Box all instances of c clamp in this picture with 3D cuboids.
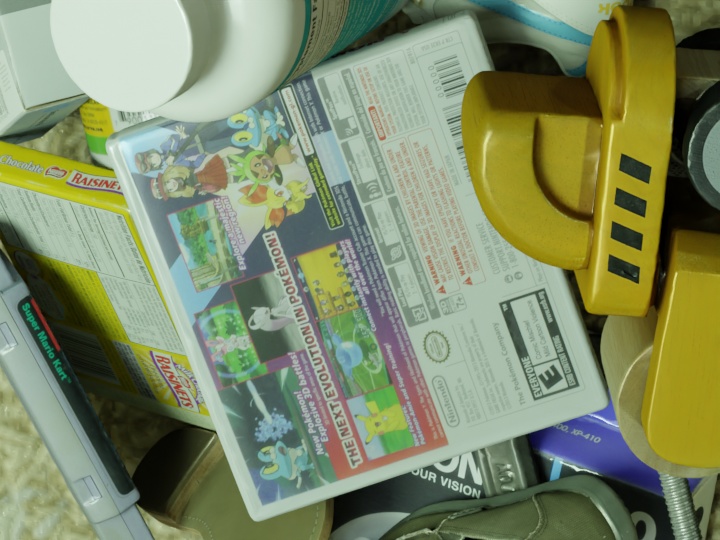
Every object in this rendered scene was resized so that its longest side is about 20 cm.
[{"bbox_3d":[0.130,0.102,1.386,0.171,0.027,0.200,-3,104,30],"label":"c clamp"}]

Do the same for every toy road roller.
[{"bbox_3d":[0.114,-0.018,1.258,0.146,0.123,0.200,5,108,-2],"label":"toy road roller"}]

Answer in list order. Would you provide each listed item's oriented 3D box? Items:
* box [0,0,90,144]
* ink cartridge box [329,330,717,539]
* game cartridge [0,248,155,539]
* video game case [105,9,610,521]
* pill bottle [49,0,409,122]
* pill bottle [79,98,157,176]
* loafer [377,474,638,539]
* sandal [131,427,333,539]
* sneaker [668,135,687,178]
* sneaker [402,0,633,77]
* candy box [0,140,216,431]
[{"bbox_3d":[-0.192,-0.168,1.437,0.156,0.041,0.200,160,93,-73],"label":"box"},{"bbox_3d":[0.079,0.120,1.462,0.198,0.043,0.200,18,114,23],"label":"ink cartridge box"},{"bbox_3d":[-0.171,0.053,1.506,0.200,0.038,0.130,64,167,-22],"label":"game cartridge"},{"bbox_3d":[0.000,0.000,1.332,0.182,0.023,0.200,-19,104,7],"label":"video game case"},{"bbox_3d":[-0.056,-0.133,1.258,0.111,0.200,0.111,11,115,25],"label":"pill bottle"},{"bbox_3d":[-0.101,-0.156,1.419,0.111,0.111,0.200,-4,106,30],"label":"pill bottle"},{"bbox_3d":[0.048,0.152,1.408,0.200,0.070,0.075,-31,84,46],"label":"loafer"},{"bbox_3d":[-0.047,0.136,1.495,0.070,0.078,0.212,41,169,-27],"label":"sandal"},{"bbox_3d":[0.119,-0.055,1.349,0.200,0.082,0.075,-14,101,30],"label":"sneaker"},{"bbox_3d":[0.036,-0.150,1.367,0.200,0.077,0.081,19,117,24],"label":"sneaker"},{"bbox_3d":[-0.130,0.011,1.486,0.102,0.026,0.200,13,148,24],"label":"candy box"}]
